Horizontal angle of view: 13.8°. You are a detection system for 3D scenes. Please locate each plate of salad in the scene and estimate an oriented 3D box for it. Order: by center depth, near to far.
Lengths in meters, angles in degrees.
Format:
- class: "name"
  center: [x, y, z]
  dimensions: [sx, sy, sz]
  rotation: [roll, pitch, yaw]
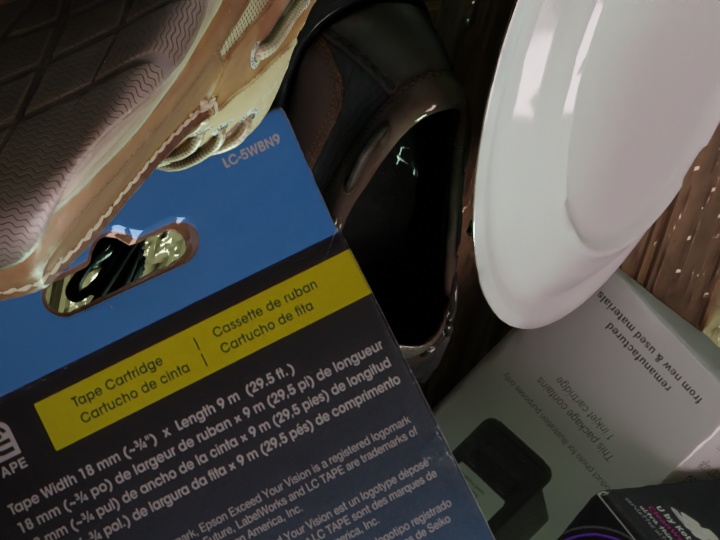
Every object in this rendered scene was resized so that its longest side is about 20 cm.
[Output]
- class: "plate of salad"
  center: [0.078, -0.079, 0.916]
  dimensions: [0.200, 0.048, 0.200]
  rotation: [-48, 152, -38]

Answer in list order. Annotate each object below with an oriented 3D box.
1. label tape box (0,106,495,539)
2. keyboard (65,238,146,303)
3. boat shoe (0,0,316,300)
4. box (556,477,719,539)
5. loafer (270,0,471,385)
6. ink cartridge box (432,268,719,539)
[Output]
- class: "label tape box"
  center: [-0.047, 0.074, 0.880]
  dimensions: [0.144, 0.200, 0.063]
  rotation: [-26, 180, -26]
- class: "keyboard"
  center: [-0.085, -0.042, 0.867]
  dimensions: [0.127, 0.021, 0.200]
  rotation: [13, 120, -45]
- class: "boat shoe"
  center: [-0.048, -0.059, 0.752]
  dimensions: [0.200, 0.076, 0.072]
  rotation: [-60, 139, -38]
- class: "box"
  center: [0.129, 0.145, 0.998]
  dimensions: [0.200, 0.106, 0.122]
  rotation: [0, 132, -55]
- class: "loafer"
  center: [0.000, 0.000, 0.942]
  dimensions: [0.072, 0.063, 0.200]
  rotation: [-20, 138, -23]
- class: "ink cartridge box"
  center: [0.058, 0.104, 1.055]
  dimensions: [0.200, 0.083, 0.145]
  rotation: [-46, 155, 7]
